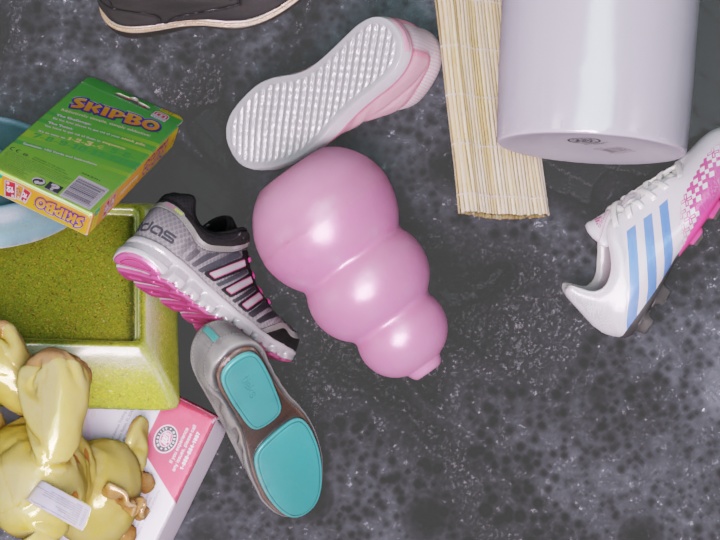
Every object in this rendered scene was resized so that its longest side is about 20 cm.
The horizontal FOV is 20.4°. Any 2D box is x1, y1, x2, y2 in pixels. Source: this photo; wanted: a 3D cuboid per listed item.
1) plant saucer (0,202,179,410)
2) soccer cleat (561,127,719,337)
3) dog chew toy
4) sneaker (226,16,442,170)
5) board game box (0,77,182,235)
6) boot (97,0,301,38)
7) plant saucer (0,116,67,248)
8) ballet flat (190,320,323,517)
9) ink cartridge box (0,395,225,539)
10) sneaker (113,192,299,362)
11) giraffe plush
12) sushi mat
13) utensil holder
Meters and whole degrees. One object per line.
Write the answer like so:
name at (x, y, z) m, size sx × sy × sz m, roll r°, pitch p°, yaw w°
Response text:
plant saucer at (-0.245, 0.014, 1.621) m, size 0.197 × 0.048 × 0.202 m, roll 2°, pitch 54°, yaw -10°
soccer cleat at (0.239, -0.043, 1.642) m, size 0.086 × 0.070 × 0.201 m, roll 31°, pitch 87°, yaw -4°
dog chew toy at (0.000, 0.000, 1.637) m, size 0.124 × 0.125 × 0.201 m, roll -35°, pitch 90°, yaw -1°
sneaker at (-0.015, -0.145, 1.682) m, size 0.199 × 0.104 × 0.076 m, roll -32°, pitch 78°, yaw 30°
board game box at (-0.224, -0.099, 1.644) m, size 0.095 × 0.200 × 0.030 m, roll 25°, pitch 124°, yaw 6°
boot at (-0.128, -0.249, 1.664) m, size 0.198 × 0.138 × 0.078 m, roll -18°, pitch 81°, yaw 0°
plant saucer at (-0.319, -0.080, 1.638) m, size 0.198 × 0.201 × 0.028 m, roll 12°, pitch 123°, yaw 5°
ballet flat at (-0.083, 0.117, 1.621) m, size 0.067 × 0.201 × 0.064 m, roll -35°, pitch 41°, yaw -15°
ink cartridge box at (-0.230, 0.145, 1.647) m, size 0.199 × 0.086 × 0.149 m, roll 26°, pitch 85°, yaw 9°
sneaker at (-0.110, 0.004, 1.621) m, size 0.073 × 0.200 × 0.088 m, roll 5°, pitch 64°, yaw 47°
giraffe plush at (-0.231, 0.152, 1.533) m, size 0.200 × 0.162 × 0.173 m, roll 42°, pitch 95°, yaw 30°
sushi mat at (0.110, -0.142, 1.671) m, size 0.095 × 0.012 × 0.202 m, roll 0°, pitch 80°, yaw -37°
utensil holder at (0.192, -0.197, 1.620) m, size 0.168 × 0.170 × 0.202 m, roll 5°, pitch 84°, yaw 5°
